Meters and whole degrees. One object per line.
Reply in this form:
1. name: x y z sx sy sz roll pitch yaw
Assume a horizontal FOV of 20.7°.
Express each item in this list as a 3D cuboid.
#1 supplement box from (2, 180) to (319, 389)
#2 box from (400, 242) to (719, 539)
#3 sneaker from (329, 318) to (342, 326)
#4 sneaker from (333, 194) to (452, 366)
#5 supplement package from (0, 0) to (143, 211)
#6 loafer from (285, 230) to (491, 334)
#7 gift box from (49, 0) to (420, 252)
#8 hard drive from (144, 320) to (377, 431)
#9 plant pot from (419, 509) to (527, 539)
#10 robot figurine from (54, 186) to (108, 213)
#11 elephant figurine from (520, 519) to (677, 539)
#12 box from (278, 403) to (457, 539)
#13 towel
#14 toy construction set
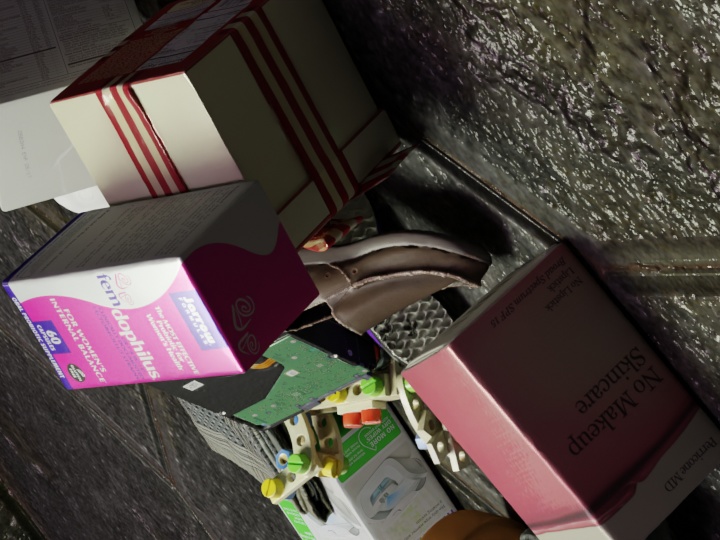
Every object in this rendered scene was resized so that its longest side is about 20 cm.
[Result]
1. supplement box: -0.145 0.013 1.421 0.200 0.103 0.101 -9 118 42
2. box: 0.149 0.101 1.439 0.200 0.128 0.109 49 157 -1
3. sneaker: -0.078 -0.003 1.785 0.200 0.078 0.091 34 149 31
4. sneaker: 0.000 0.001 1.646 0.200 0.070 0.100 56 173 1
5. supplement package: -0.261 -0.187 1.638 0.152 0.150 0.200 93 158 -60
6. loafer: 0.011 0.015 1.528 0.200 0.071 0.073 -8 165 31
7. gift box: -0.083 -0.108 1.490 0.184 0.200 0.187 -3 122 47
8. hard drive: -0.100 0.069 1.646 0.140 0.038 0.200 -28 143 32
9. plant pot: 0.141 0.322 1.755 0.140 0.200 0.200 4 133 40
10. robot figurine: -0.246 -0.136 1.791 0.170 0.113 0.200 -5 103 66
11. elephant figurine: 0.216 0.246 1.582 0.141 0.155 0.200 -8 138 26
12. box: -0.004 0.220 1.972 0.177 0.097 0.200 58 157 -15
13. towel: -0.125 0.149 1.906 0.200 0.035 0.193 28 152 44
14. toy construction set: 0.001 0.134 1.763 0.200 0.131 0.092 -9 166 22
